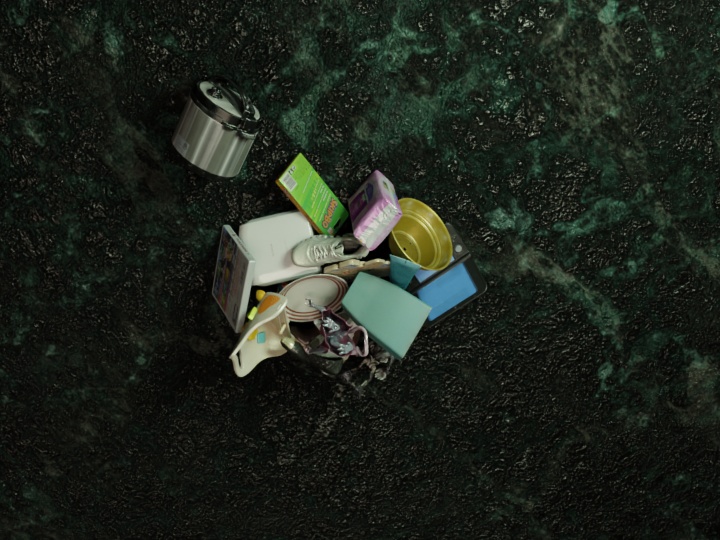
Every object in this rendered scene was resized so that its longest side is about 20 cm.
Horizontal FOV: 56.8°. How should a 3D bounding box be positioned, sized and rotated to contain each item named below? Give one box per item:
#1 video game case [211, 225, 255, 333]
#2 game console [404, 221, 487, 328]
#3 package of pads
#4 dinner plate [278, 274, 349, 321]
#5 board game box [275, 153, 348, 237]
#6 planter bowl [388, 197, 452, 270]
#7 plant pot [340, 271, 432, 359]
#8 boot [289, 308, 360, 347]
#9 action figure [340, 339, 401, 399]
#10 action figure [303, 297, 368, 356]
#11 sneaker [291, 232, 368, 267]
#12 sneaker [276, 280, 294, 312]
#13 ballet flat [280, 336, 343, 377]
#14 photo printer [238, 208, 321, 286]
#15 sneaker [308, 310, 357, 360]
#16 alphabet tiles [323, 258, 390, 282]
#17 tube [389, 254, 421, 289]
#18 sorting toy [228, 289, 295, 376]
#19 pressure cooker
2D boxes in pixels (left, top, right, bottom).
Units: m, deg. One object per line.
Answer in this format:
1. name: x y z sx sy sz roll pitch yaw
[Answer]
1. video game case: -0.320 0.019 1.669 0.022 0.182 0.205 -3 122 -33
2. game console: 0.198 0.011 1.721 0.197 0.117 0.177 -33 114 13
3. package of pads: 0.032 -0.145 1.585 0.075 0.202 0.121 37 108 -22
4. dinner plate: -0.124 0.066 1.695 0.194 0.025 0.203 -13 144 -9
5. board game box: -0.114 -0.177 1.629 0.201 0.096 0.030 48 150 -21
6. planter bowl: 0.130 -0.071 1.657 0.197 0.204 0.083 32 137 -18
7. plant pot: 0.053 0.102 1.649 0.197 0.141 0.143 34 82 1
8. boot: -0.088 0.145 1.814 0.196 0.073 0.170 25 101 -13
9. action figure: 0.032 0.252 1.843 0.119 0.102 0.199 46 66 5
10. action figure: -0.067 0.139 1.645 0.144 0.200 0.139 2 89 -11
11. sneaker: -0.073 -0.050 1.593 0.193 0.081 0.078 -11 96 1
12. sneaker: -0.191 0.072 1.752 0.073 0.079 0.206 7 117 -7
13. ballet flat: -0.125 0.211 1.692 0.198 0.066 0.058 34 82 -35
14. photo printer: -0.206 -0.056 1.667 0.193 0.069 0.172 -11 93 3
15. sneaker: -0.053 0.185 1.763 0.199 0.079 0.099 -42 117 16
16. alphabet tiles: 0.000 0.000 1.677 0.192 0.015 0.197 -16 164 35
17. tube: 0.099 0.003 1.603 0.075 0.200 0.052 15 76 2
18. sorting toy: -0.255 0.166 1.634 0.105 0.182 0.202 27 151 17
19. pressure cooker: -0.315 -0.325 1.490 0.172 0.180 0.203 26 114 -12
